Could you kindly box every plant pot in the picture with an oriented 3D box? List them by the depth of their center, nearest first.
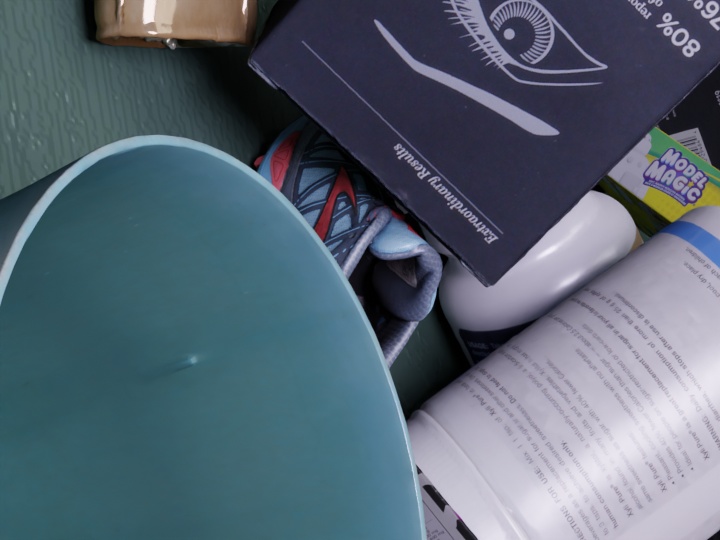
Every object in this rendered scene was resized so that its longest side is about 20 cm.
[{"bbox_3d":[-0.097,0.080,0.491,0.200,0.160,0.203,33,49,-49],"label":"plant pot"}]

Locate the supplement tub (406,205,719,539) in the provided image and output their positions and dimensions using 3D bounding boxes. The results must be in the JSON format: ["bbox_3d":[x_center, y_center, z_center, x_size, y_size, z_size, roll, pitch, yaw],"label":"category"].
[{"bbox_3d":[0.125,0.074,0.810,0.133,0.199,0.132,54,-8,12],"label":"supplement tub"}]

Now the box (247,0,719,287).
[{"bbox_3d":[0.070,-0.121,0.729,0.148,0.200,0.105,43,17,-12],"label":"box"}]

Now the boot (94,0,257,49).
[{"bbox_3d":[-0.064,-0.199,0.756,0.174,0.065,0.203,-8,96,-57],"label":"boot"}]

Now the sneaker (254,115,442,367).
[{"bbox_3d":[0.000,0.000,0.766,0.079,0.095,0.202,51,37,-38],"label":"sneaker"}]

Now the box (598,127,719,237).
[{"bbox_3d":[0.203,-0.042,1.085,0.200,0.048,0.117,42,0,45],"label":"box"}]

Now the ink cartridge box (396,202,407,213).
[{"bbox_3d":[0.077,-0.129,0.911,0.084,0.145,0.201,60,33,-27],"label":"ink cartridge box"}]

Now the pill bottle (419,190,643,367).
[{"bbox_3d":[0.111,0.029,0.926,0.201,0.115,0.116,62,32,-22],"label":"pill bottle"}]

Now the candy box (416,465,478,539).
[{"bbox_3d":[0.038,0.155,0.688,0.137,0.061,0.200,60,-6,-24],"label":"candy box"}]

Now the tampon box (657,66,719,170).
[{"bbox_3d":[0.291,-0.168,1.321,0.151,0.125,0.200,65,30,-18],"label":"tampon box"}]

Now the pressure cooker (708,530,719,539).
[{"bbox_3d":[0.199,0.222,0.916,0.178,0.174,0.202,-31,113,-54],"label":"pressure cooker"}]
